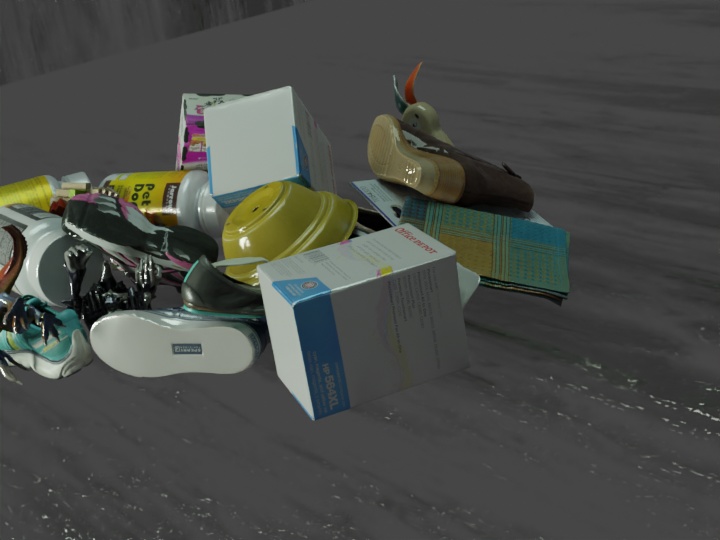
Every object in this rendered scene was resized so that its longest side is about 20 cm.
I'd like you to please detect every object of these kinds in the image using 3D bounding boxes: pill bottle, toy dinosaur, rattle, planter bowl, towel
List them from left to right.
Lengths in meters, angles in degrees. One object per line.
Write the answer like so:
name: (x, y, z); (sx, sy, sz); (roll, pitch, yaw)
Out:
toy dinosaur: (-0.413, 0.065, 1.342); (0.179, 0.204, 0.104); (-6, -9, 31)
pill bottle: (-0.486, -0.073, 1.784); (0.197, 0.116, 0.114); (-18, 22, -21)
pill bottle: (-0.418, -0.018, 1.605); (0.115, 0.118, 0.199); (-22, 24, -31)
pill bottle: (-0.269, -0.085, 1.722); (0.197, 0.111, 0.109); (-1, 22, 24)
planter bowl: (-0.105, -0.047, 1.468); (0.199, 0.084, 0.201); (-32, 25, 17)
rattle: (0.050, -0.165, 1.657); (0.141, 0.203, 0.130); (-20, 23, -28)
towel: (0.136, -0.024, 1.364); (0.196, 0.022, 0.147); (12, 33, 4)

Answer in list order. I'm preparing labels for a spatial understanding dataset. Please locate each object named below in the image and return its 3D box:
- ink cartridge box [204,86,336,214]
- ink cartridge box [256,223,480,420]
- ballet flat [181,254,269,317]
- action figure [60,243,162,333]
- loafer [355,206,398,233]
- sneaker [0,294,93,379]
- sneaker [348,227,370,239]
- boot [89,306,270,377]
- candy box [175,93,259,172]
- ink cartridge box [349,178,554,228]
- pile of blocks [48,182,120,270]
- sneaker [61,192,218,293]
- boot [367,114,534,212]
ink cartridge box: (-0.111, -0.130, 1.629); (0.123, 0.131, 0.200); (-12, -23, 12)
ink cartridge box: (0.015, 0.043, 1.226); (0.197, 0.127, 0.128); (-16, 21, -16)
ballet flat: (-0.091, 0.026, 1.288); (0.197, 0.070, 0.068); (13, 6, -30)
action figure: (-0.292, 0.023, 1.449); (0.117, 0.104, 0.200); (2, 12, -18)
loafer: (0.047, -0.045, 1.539); (0.197, 0.064, 0.072); (6, 24, 36)
sneaker: (-0.379, 0.065, 1.417); (0.198, 0.081, 0.077); (7, 26, 40)
sneaker: (0.000, 0.000, 1.429); (0.198, 0.073, 0.082); (9, 28, 41)
boot: (-0.191, 0.072, 1.345); (0.196, 0.074, 0.090); (6, 16, 16)
candy box: (-0.195, -0.168, 1.764); (0.134, 0.201, 0.062); (-1, 57, -14)
ink cartridge box: (0.112, -0.058, 1.474); (0.197, 0.044, 0.197); (-9, 34, -26)
pile of blocks: (-0.357, -0.066, 1.666); (0.198, 0.083, 0.062); (31, 15, 25)
sneaker: (-0.282, -0.021, 1.525); (0.197, 0.087, 0.081); (23, 41, -7)
boot: (0.106, -0.126, 1.508); (0.164, 0.073, 0.200); (10, 22, -26)
